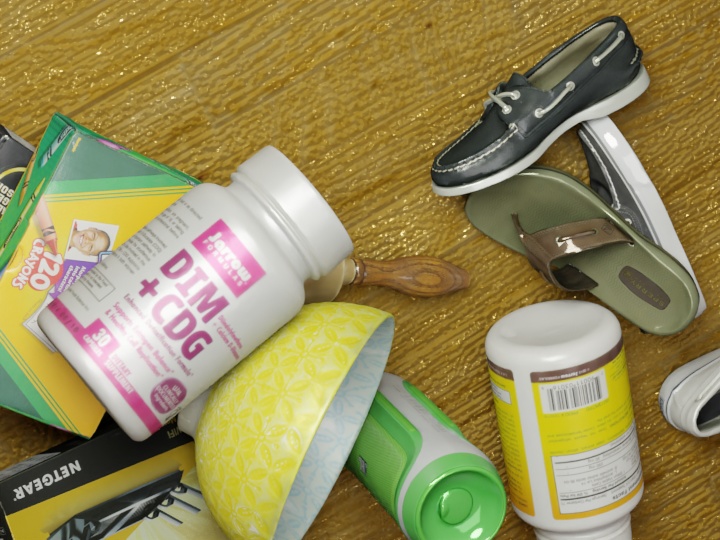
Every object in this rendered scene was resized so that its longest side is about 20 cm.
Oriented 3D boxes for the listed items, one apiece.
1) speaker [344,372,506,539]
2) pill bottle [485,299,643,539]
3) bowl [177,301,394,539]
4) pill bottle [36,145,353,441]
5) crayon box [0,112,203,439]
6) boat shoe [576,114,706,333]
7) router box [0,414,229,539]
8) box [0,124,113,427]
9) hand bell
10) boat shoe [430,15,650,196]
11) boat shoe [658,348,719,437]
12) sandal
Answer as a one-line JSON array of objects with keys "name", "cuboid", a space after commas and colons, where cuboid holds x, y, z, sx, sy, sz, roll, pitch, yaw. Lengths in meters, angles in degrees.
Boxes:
[{"name": "speaker", "cuboid": [0.038, 0.143, 1.682, 0.088, 0.200, 0.089, -7, 110, -19]}, {"name": "pill bottle", "cuboid": [0.166, 0.132, 1.779, 0.109, 0.109, 0.200, -17, 113, -15]}, {"name": "bowl", "cuboid": [-0.065, 0.100, 1.589, 0.108, 0.200, 0.200, 25, 99, 10]}, {"name": "pill bottle", "cuboid": [-0.110, 0.013, 1.513, 0.200, 0.113, 0.113, -40, 117, -8]}, {"name": "crayon box", "cuboid": [-0.202, 0.005, 1.567, 0.119, 0.058, 0.200, 25, 96, -29]}, {"name": "boat shoe", "cuboid": [0.208, -0.034, 1.768, 0.066, 0.070, 0.200, -29, 118, -1]}, {"name": "router box", "cuboid": [-0.168, 0.191, 1.618, 0.200, 0.052, 0.157, -25, 98, -35]}, {"name": "box", "cuboid": [-0.230, 0.011, 1.619, 0.200, 0.049, 0.161, 35, 94, -29]}, {"name": "hand bell", "cuboid": [0.000, 0.000, 1.699, 0.200, 0.104, 0.104, 4, 107, -36]}, {"name": "boat shoe", "cuboid": [0.129, -0.127, 1.702, 0.200, 0.076, 0.060, -35, 118, -21]}, {"name": "boat shoe", "cuboid": [0.347, 0.080, 1.856, 0.200, 0.065, 0.074, -34, 116, -7]}, {"name": "sandal", "cuboid": [0.173, -0.014, 1.721, 0.201, 0.057, 0.080, 31, 122, 2]}]
